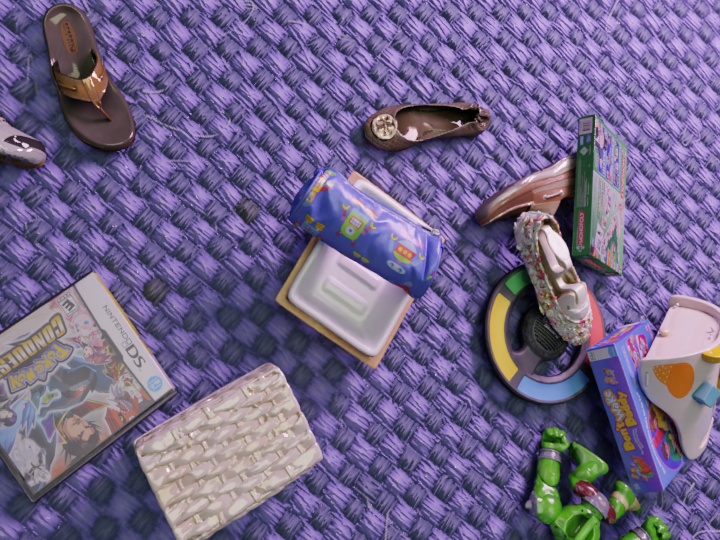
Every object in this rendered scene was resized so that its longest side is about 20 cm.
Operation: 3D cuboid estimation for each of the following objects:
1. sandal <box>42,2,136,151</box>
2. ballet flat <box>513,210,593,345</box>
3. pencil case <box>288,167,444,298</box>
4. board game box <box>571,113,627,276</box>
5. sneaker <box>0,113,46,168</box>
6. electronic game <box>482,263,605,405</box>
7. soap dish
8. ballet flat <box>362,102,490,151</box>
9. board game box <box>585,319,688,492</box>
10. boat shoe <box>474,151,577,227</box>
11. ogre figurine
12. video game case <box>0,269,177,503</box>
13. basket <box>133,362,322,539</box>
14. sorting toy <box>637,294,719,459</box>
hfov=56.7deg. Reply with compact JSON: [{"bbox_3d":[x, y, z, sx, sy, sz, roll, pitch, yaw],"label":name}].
[{"bbox_3d":[-0.342,-0.245,0.829,0.080,0.055,0.205,-17,86,-17],"label":"sandal"},{"bbox_3d":[0.271,0.011,0.912,0.075,0.064,0.203,-30,94,-23],"label":"ballet flat"},{"bbox_3d":[0.012,-0.048,0.799,0.197,0.078,0.088,30,104,-10],"label":"pencil case"},{"bbox_3d":[0.354,-0.106,0.979,0.133,0.029,0.206,20,73,-49],"label":"board game box"},{"bbox_3d":[-0.457,-0.191,0.779,0.196,0.076,0.090,24,76,-11],"label":"sneaker"},{"bbox_3d":[0.265,0.089,0.954,0.194,0.042,0.206,2,81,-15],"label":"electronic game"},{"bbox_3d":[0.000,0.000,0.874,0.156,0.081,0.203,33,74,-8],"label":"soap dish"},{"bbox_3d":[0.099,-0.211,0.951,0.194,0.046,0.069,-7,83,-16],"label":"ballet flat"},{"bbox_3d":[0.398,0.187,0.945,0.133,0.044,0.205,-14,85,-46],"label":"board game box"},{"bbox_3d":[0.256,-0.104,0.966,0.196,0.076,0.073,-26,91,-16],"label":"boat shoe"},{"bbox_3d":[0.305,0.322,0.901,0.120,0.098,0.201,-43,96,-20],"label":"ogre figurine"},{"bbox_3d":[-0.348,0.132,0.786,0.198,0.025,0.183,-36,92,-18],"label":"video game case"},{"bbox_3d":[-0.153,0.211,0.777,0.197,0.123,0.138,-28,89,-17],"label":"basket"},{"bbox_3d":[0.479,0.162,0.953,0.199,0.105,0.185,-36,119,-46],"label":"sorting toy"}]
